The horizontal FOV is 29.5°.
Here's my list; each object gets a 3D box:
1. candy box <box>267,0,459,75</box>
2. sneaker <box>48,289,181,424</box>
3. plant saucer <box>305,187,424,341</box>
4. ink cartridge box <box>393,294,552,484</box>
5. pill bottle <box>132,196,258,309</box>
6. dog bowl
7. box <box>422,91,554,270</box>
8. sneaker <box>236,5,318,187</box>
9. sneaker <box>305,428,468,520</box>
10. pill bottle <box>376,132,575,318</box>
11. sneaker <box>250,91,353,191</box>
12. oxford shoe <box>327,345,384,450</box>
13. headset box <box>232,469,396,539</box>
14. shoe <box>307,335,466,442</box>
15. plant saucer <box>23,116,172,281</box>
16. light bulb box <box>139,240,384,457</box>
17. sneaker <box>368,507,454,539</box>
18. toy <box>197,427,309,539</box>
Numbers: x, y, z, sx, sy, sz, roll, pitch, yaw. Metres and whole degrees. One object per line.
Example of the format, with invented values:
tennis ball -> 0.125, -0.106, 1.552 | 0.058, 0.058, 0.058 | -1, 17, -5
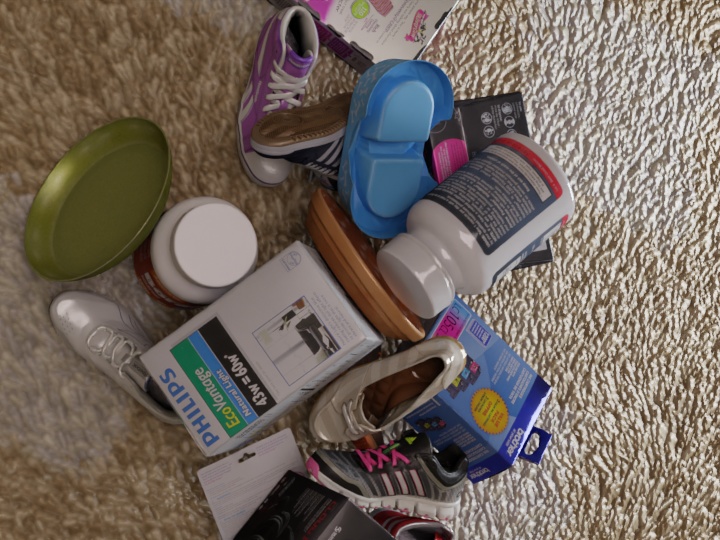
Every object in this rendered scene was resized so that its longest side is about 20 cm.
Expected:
candy box -> -0.003, -0.321, 1.587 | 0.200, 0.061, 0.136 | 37, 76, -11
sneaker -> -0.248, 0.090, 1.465 | 0.200, 0.087, 0.075 | 39, 83, -9
plant saucer -> 0.000, 0.000, 1.501 | 0.037, 0.200, 0.200 | -35, 97, 6
ink cartridge box -> 0.130, 0.145, 1.562 | 0.200, 0.076, 0.136 | 44, 48, -11
pill bottle -> -0.172, -0.018, 1.438 | 0.112, 0.200, 0.112 | 1, 85, -17
dog bowl -> 0.033, -0.137, 1.482 | 0.111, 0.050, 0.200 | -3, 114, -32
box -> 0.128, -0.092, 1.583 | 0.132, 0.115, 0.200 | -11, 90, -20
sneaker -> -0.090, -0.197, 1.523 | 0.073, 0.114, 0.201 | 5, 86, -19
sneaker -> 0.036, 0.209, 1.482 | 0.200, 0.074, 0.088 | 16, 106, -27
pill bottle -> 0.119, -0.045, 1.451 | 0.200, 0.120, 0.120 | -38, 97, -19
sneaker -> -0.051, -0.125, 1.509 | 0.200, 0.070, 0.109 | -26, 136, -49
oxford shoe -> -0.001, 0.114, 1.551 | 0.073, 0.071, 0.200 | -18, 91, -23
headset box -> -0.061, 0.298, 1.401 | 0.077, 0.200, 0.149 | 43, 77, -17
shoe -> 0.021, 0.131, 1.464 | 0.200, 0.053, 0.070 | -32, 96, 21
plant saucer -> -0.269, -0.070, 1.433 | 0.031, 0.200, 0.200 | 42, 73, -43
light bulb box -> -0.095, 0.082, 1.421 | 0.200, 0.198, 0.125 | -36, 83, 2
sneaker -> 0.103, 0.333, 1.544 | 0.200, 0.112, 0.071 | 29, 79, -14
toy -> -0.101, 0.287, 1.519 | 0.115, 0.047, 0.200 | -24, 98, -21
